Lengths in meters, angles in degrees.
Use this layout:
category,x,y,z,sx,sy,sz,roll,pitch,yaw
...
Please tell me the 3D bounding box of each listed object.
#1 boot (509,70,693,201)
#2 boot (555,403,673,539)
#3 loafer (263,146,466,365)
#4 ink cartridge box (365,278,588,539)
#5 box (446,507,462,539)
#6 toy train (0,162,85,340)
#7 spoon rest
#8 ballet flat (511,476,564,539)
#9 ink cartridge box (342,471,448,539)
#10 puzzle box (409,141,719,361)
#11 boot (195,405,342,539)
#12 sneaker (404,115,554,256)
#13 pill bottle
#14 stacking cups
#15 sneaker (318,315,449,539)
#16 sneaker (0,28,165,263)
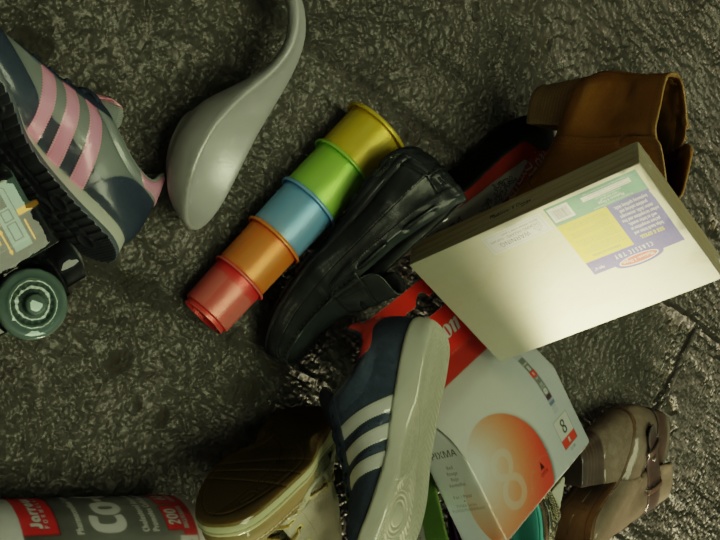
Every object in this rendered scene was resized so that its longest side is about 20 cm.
category,x,y,z,sx,sy,sz,roll,pitch,yaw
boot,0.185,-0.053,0.965,0.070,0.144,0.203,-1,97,-37
boot,0.240,0.227,1.192,0.146,0.070,0.202,-6,111,-41
loafer,0.000,0.000,0.935,0.201,0.070,0.068,-52,166,16
ink cartridge box,0.101,0.095,1.012,0.162,0.050,0.201,-35,106,-48
box,0.102,0.286,1.036,0.036,0.200,0.144,-7,107,1
toy train,-0.275,0.016,0.785,0.199,0.085,0.115,-32,105,-22
spoon rest,-0.085,-0.124,0.880,0.099,0.060,0.201,31,77,-80
ballet flat,0.145,0.177,1.117,0.075,0.068,0.201,-37,115,-33
ink cartridge box,0.043,0.271,1.007,0.075,0.148,0.201,-11,114,0
puzzle box,0.155,-0.008,0.945,0.133,0.199,0.026,46,35,-31
boot,-0.057,0.203,0.925,0.200,0.072,0.156,-41,129,-68
sneaker,0.100,-0.035,1.033,0.201,0.067,0.108,-37,116,-25
pill bottle,-0.210,0.212,0.849,0.199,0.114,0.115,6,97,-35
stacking cups,-0.053,-0.037,0.942,0.200,0.060,0.061,-47,122,-11
sneaker,0.005,0.130,0.909,0.075,0.084,0.201,43,57,-59
sneaker,-0.204,-0.104,0.820,0.082,0.070,0.201,-53,128,-33
